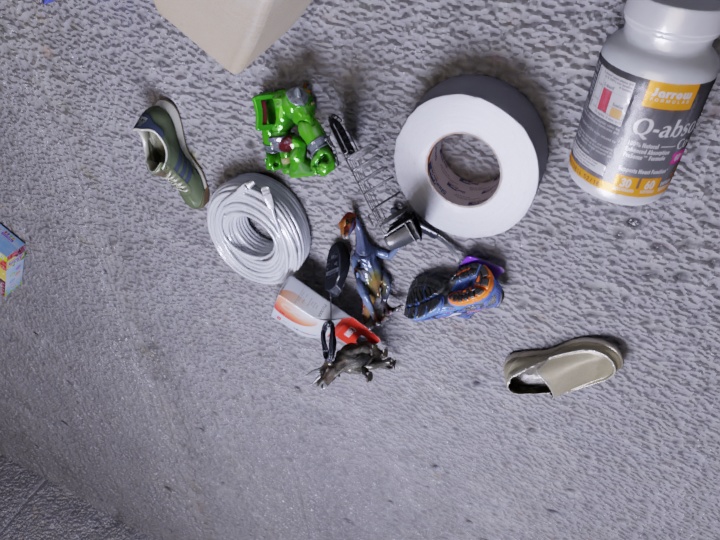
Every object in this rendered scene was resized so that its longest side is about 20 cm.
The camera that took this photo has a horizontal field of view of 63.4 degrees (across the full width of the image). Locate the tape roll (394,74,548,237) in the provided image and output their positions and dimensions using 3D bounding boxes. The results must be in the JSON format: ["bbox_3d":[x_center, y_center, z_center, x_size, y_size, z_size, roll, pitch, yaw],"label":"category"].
[{"bbox_3d":[0.144,-0.147,0.773,0.195,0.067,0.205,16,132,18],"label":"tape roll"}]

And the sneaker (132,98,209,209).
[{"bbox_3d":[-0.336,-0.183,1.016,0.065,0.091,0.205,5,128,25],"label":"sneaker"}]

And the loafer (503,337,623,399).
[{"bbox_3d":[0.313,0.162,0.916,0.197,0.069,0.076,-21,113,40],"label":"loafer"}]

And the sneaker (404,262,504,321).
[{"bbox_3d":[0.144,0.050,0.927,0.077,0.077,0.197,29,154,-31],"label":"sneaker"}]

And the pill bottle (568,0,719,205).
[{"bbox_3d":[0.299,-0.183,0.614,0.113,0.117,0.204,18,133,17],"label":"pill bottle"}]

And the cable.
[{"bbox_3d":[-0.181,-0.071,1.029,0.195,0.070,0.204,-7,123,35],"label":"cable"}]

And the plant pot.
[{"bbox_3d":[-0.146,-0.369,0.694,0.198,0.202,0.177,38,148,-3],"label":"plant pot"}]

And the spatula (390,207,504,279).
[{"bbox_3d":[0.128,-0.040,0.898,0.197,0.021,0.057,36,153,5],"label":"spatula"}]

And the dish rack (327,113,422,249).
[{"bbox_3d":[0.019,-0.127,0.807,0.053,0.154,0.204,-27,96,9],"label":"dish rack"}]

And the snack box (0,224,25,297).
[{"bbox_3d":[-0.972,-0.051,1.526,0.168,0.068,0.200,40,134,-4],"label":"snack box"}]

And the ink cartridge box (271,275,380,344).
[{"bbox_3d":[-0.071,0.104,1.075,0.198,0.051,0.162,37,158,-1],"label":"ink cartridge box"}]

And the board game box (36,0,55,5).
[{"bbox_3d":[-0.480,-0.524,0.825,0.200,0.097,0.159,43,135,-7],"label":"board game box"}]

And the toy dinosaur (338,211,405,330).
[{"bbox_3d":[0.000,0.000,0.968,0.198,0.104,0.186,-25,92,53],"label":"toy dinosaur"}]

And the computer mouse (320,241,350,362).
[{"bbox_3d":[-0.039,0.052,0.981,0.033,0.207,0.058,11,167,-27],"label":"computer mouse"}]

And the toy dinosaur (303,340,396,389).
[{"bbox_3d":[-0.001,0.152,1.027,0.100,0.198,0.080,8,102,34],"label":"toy dinosaur"}]

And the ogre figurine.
[{"bbox_3d":[-0.102,-0.202,0.846,0.095,0.200,0.123,-18,112,-8],"label":"ogre figurine"}]
